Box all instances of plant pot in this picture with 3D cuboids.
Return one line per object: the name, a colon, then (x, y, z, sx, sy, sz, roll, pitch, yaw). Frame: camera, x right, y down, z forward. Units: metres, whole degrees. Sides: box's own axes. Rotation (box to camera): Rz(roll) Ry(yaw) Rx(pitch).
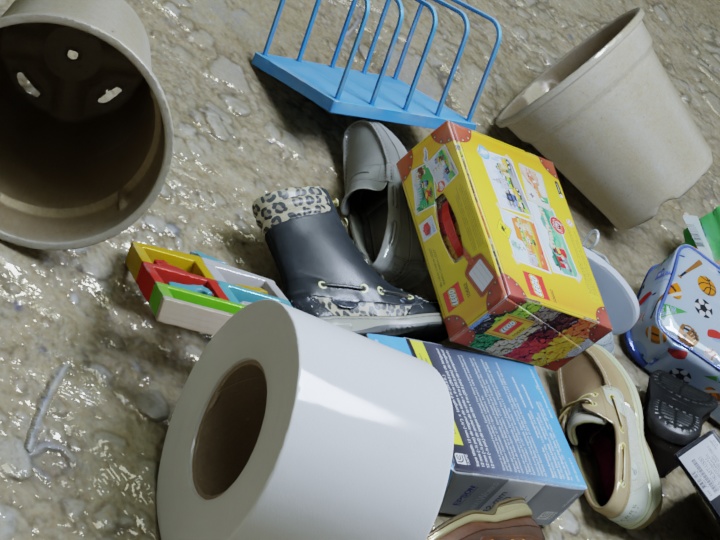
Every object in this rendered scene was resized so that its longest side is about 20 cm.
plant pot: (-0.245, -0.147, 1.568, 0.200, 0.201, 0.184, 32, 23, -15)
plant pot: (0.284, -0.155, 2.111, 0.184, 0.200, 0.200, 51, 32, -7)

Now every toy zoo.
toy zoo: (-0.119, 0.019, 1.564, 0.131, 0.020, 0.200, 15, 11, -20)

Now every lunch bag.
lunch bag: (0.382, 0.074, 2.026, 0.200, 0.076, 0.160, 37, 45, -10)

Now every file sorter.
file sorter: (0.022, -0.227, 1.933, 0.200, 0.123, 0.139, 4, 21, -43)

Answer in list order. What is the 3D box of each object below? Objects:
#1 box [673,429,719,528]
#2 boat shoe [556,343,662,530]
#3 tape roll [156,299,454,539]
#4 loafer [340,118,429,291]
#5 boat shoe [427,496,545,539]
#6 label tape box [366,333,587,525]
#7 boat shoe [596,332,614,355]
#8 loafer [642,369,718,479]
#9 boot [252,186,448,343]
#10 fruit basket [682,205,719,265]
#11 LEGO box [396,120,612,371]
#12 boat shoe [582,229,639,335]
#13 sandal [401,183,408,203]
box: (0.373, 0.256, 1.769, 0.199, 0.050, 0.200, 58, 4, 21)
boat shoe: (0.224, 0.147, 1.800, 0.066, 0.074, 0.200, 19, 39, -40)
tape roll: (-0.043, 0.138, 1.420, 0.139, 0.203, 0.203, 22, 38, -27)
loafer: (0.015, -0.071, 1.837, 0.070, 0.070, 0.200, 23, 37, -41)
boat shoe: (0.093, 0.239, 1.562, 0.200, 0.072, 0.068, -9, 56, -53)
label tape box: (0.088, 0.140, 1.677, 0.200, 0.066, 0.143, 11, 44, -36)
boat shoe: (0.183, 0.040, 1.882, 0.201, 0.072, 0.070, 21, 39, -29)
loafer: (0.300, 0.153, 1.886, 0.073, 0.071, 0.200, 28, 16, 12)
boot: (0.000, -0.001, 1.719, 0.203, 0.073, 0.154, -2, 64, -43)
fruit basket: (0.452, 0.025, 2.187, 0.185, 0.094, 0.200, -4, 70, -47)
LEGO box: (0.132, -0.022, 1.762, 0.149, 0.077, 0.200, 18, 45, -41)
boat shoe: (0.207, -0.015, 1.979, 0.202, 0.075, 0.086, 34, 30, 5)
sandal: (0.092, -0.082, 1.884, 0.200, 0.045, 0.075, -19, 80, -53)
